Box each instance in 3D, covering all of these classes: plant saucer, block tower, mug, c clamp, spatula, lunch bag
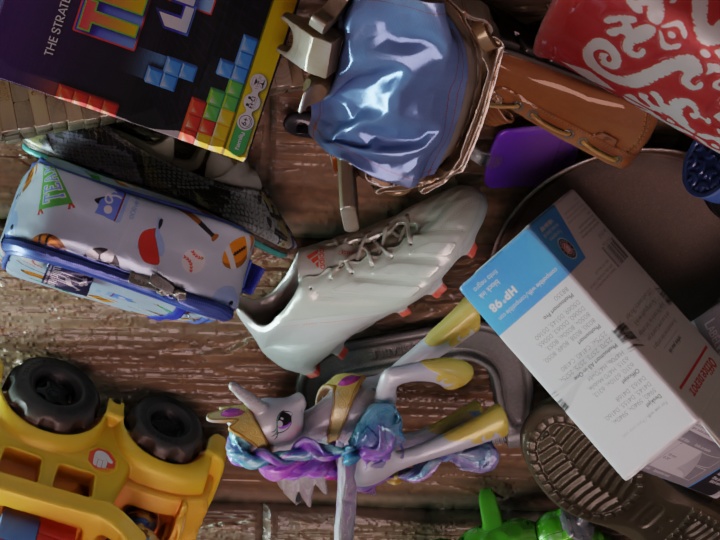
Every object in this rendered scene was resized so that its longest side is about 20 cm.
[{"bbox_3d":[0.186,-0.007,1.302,0.199,0.032,0.201,-1,125,-2],"label":"plant saucer"},{"bbox_3d":[-0.137,-0.123,1.172,0.199,0.054,0.058,-12,90,-8],"label":"block tower"},{"bbox_3d":[0.229,-0.149,1.103,0.199,0.133,0.178,34,107,8],"label":"mug"},{"bbox_3d":[0.055,0.111,1.389,0.198,0.027,0.172,-5,125,2],"label":"c clamp"},{"bbox_3d":[0.047,-0.085,1.253,0.199,0.021,0.057,8,135,-4],"label":"spatula"},{"bbox_3d":[-0.147,-0.011,1.204,0.159,0.200,0.076,20,85,-12],"label":"lunch bag"}]

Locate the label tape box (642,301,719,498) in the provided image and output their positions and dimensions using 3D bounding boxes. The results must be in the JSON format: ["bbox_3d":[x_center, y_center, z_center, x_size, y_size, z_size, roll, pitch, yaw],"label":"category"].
[{"bbox_3d":[0.280,0.071,1.308,0.200,0.064,0.144,-38,144,24],"label":"label tape box"}]

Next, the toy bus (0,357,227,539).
[{"bbox_3d":[-0.202,0.178,1.335,0.199,0.192,0.136,19,122,-15],"label":"toy bus"}]

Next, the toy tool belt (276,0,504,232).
[{"bbox_3d":[0.017,-0.131,1.088,0.124,0.123,0.201,14,126,12],"label":"toy tool belt"}]

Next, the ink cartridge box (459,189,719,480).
[{"bbox_3d":[0.164,0.054,1.203,0.067,0.116,0.200,-42,86,24],"label":"ink cartridge box"}]

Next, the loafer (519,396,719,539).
[{"bbox_3d":[0.193,0.149,1.391,0.200,0.068,0.076,37,113,-24],"label":"loafer"}]

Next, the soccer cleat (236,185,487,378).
[{"bbox_3d":[0.000,0.000,1.288,0.200,0.069,0.078,-37,115,26],"label":"soccer cleat"}]

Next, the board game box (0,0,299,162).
[{"bbox_3d":[-0.115,-0.184,1.107,0.164,0.057,0.201,17,93,-14],"label":"board game box"}]

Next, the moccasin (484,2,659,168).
[{"bbox_3d":[0.091,-0.120,1.199,0.200,0.074,0.078,18,119,-14],"label":"moccasin"}]

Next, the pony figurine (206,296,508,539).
[{"bbox_3d":[-0.002,0.123,1.301,0.199,0.167,0.194,-18,132,-13],"label":"pony figurine"}]

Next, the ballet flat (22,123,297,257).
[{"bbox_3d":[-0.121,-0.073,1.238,0.199,0.072,0.072,23,122,-17],"label":"ballet flat"}]

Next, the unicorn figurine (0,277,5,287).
[{"bbox_3d":[-0.343,-0.045,1.257,0.199,0.074,0.138,-10,135,24],"label":"unicorn figurine"}]

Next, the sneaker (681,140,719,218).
[{"bbox_3d":[0.291,-0.113,1.205,0.078,0.070,0.200,27,109,-37],"label":"sneaker"}]

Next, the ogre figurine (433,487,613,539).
[{"bbox_3d":[0.109,0.231,1.438,0.199,0.099,0.120,1,145,17],"label":"ogre figurine"}]
